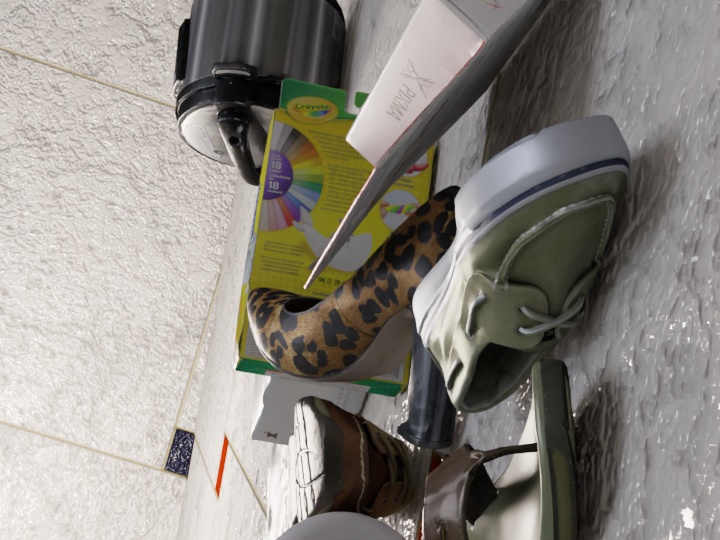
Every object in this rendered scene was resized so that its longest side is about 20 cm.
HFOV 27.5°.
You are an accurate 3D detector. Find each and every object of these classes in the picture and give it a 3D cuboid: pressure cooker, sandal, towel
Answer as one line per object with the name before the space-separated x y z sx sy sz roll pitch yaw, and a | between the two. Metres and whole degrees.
pressure cooker | -0.107 -0.194 1.550 0.178 0.174 0.203 -21 57 51
sandal | 0.049 0.116 0.632 0.202 0.057 0.081 110 166 -47
towel | -0.053 0.159 1.279 0.192 0.032 0.202 113 163 -53

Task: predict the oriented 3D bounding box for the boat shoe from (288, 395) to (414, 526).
boat shoe | -0.004 0.118 0.891 0.200 0.073 0.077 117 153 -78

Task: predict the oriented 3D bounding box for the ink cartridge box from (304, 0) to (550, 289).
ink cartridge box | 0.029 -0.092 0.763 0.176 0.045 0.200 -47 -3 -21

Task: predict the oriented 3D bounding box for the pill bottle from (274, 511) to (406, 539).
pill bottle | -0.028 0.210 0.855 0.200 0.103 0.106 121 158 -66

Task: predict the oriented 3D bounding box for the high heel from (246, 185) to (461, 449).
high heel | 0.000 0.000 0.859 0.199 0.071 0.145 27 115 46

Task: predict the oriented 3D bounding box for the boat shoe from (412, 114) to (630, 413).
boat shoe | 0.073 0.003 0.635 0.200 0.071 0.063 112 141 -64

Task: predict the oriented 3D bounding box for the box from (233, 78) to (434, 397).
box | -0.016 -0.025 0.992 0.048 0.116 0.203 124 155 -73

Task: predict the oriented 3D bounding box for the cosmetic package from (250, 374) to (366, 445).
cosmetic package | -0.036 0.031 1.170 0.202 0.080 0.114 -91 14 -45
